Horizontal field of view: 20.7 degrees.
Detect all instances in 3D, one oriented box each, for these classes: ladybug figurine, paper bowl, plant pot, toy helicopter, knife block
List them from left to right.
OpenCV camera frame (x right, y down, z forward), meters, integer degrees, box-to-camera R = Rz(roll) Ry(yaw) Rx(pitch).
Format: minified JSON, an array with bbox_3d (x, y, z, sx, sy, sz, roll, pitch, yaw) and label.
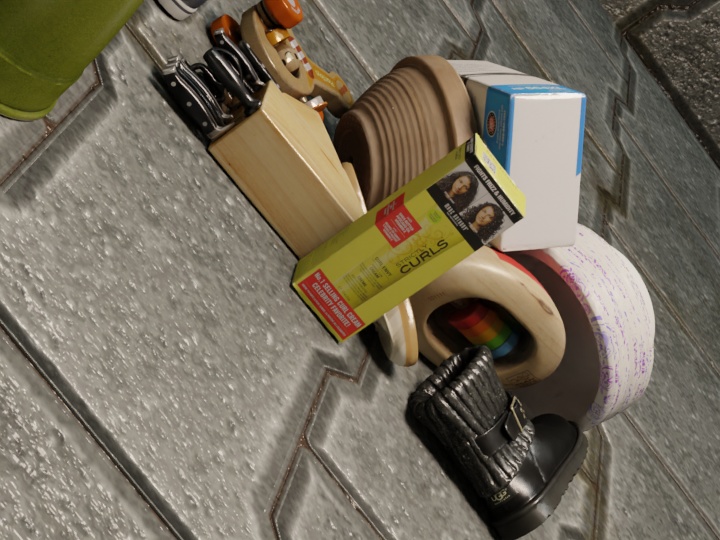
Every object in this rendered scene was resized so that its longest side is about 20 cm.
[{"bbox_3d":[-0.219,-0.244,1.411,0.200,0.192,0.201,46,22,-25],"label":"plant pot"},{"bbox_3d":[-0.087,-0.107,1.699,0.175,0.064,0.201,22,40,-57],"label":"knife block"},{"bbox_3d":[-0.052,-0.182,1.885,0.200,0.079,0.133,26,36,-61],"label":"toy helicopter"},{"bbox_3d":[0.032,-0.101,1.867,0.092,0.202,0.202,-5,53,-21],"label":"plant pot"},{"bbox_3d":[0.114,0.038,1.831,0.200,0.135,0.072,46,31,-38],"label":"ladybug figurine"},{"bbox_3d":[0.206,0.049,1.921,0.104,0.201,0.202,-24,78,-34],"label":"paper bowl"}]

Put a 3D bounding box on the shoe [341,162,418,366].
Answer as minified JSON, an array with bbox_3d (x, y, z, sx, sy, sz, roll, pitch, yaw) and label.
[{"bbox_3d":[0.000,0.000,1.770,0.070,0.053,0.201,95,-24,-67],"label":"shoe"}]

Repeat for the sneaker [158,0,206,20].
[{"bbox_3d":[-0.152,-0.312,1.846,0.078,0.079,0.201,42,23,-32],"label":"sneaker"}]

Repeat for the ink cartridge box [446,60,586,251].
[{"bbox_3d":[0.126,-0.113,1.866,0.083,0.148,0.200,-4,17,-23],"label":"ink cartridge box"}]

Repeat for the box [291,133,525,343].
[{"bbox_3d":[0.040,-0.026,1.669,0.075,0.199,0.050,51,20,-15],"label":"box"}]

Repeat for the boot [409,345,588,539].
[{"bbox_3d":[0.129,0.137,1.803,0.158,0.079,0.211,55,20,-5],"label":"boot"}]
